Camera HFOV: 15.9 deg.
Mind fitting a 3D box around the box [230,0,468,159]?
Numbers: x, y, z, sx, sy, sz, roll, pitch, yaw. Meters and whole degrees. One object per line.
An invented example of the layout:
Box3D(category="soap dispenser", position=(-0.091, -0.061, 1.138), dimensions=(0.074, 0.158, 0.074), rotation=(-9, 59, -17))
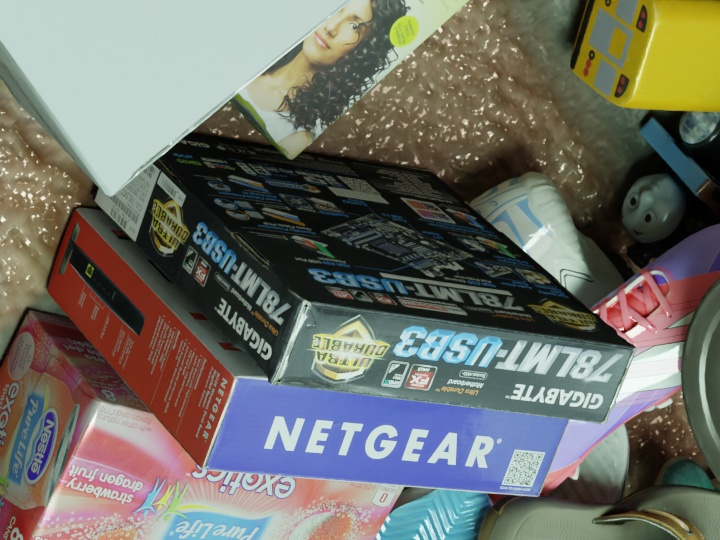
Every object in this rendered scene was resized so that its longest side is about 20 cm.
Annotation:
Box3D(category="box", position=(0.012, -0.150, 1.252), dimensions=(0.200, 0.050, 0.075), rotation=(-43, 131, -4))

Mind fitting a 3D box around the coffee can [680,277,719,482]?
Box3D(category="coffee can", position=(0.278, 0.039, 1.314), dimensions=(0.199, 0.146, 0.147), rotation=(-21, 129, -47))

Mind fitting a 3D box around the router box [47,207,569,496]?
Box3D(category="router box", position=(-0.027, 0.039, 1.252), dimensions=(0.199, 0.179, 0.049), rotation=(8, 112, -35))

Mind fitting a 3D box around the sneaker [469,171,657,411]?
Box3D(category="sneaker", position=(0.111, 0.018, 1.409), dimensions=(0.072, 0.072, 0.200), rotation=(-26, 137, 17))

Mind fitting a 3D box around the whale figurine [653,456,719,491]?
Box3D(category="whale figurine", position=(0.248, 0.176, 1.556), dimensions=(0.199, 0.104, 0.160), rotation=(22, 104, -39))

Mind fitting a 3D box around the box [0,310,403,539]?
Box3D(category="box", position=(-0.092, 0.106, 1.305), dimensions=(0.199, 0.095, 0.103), rotation=(19, 106, -38))

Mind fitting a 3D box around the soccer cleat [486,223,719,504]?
Box3D(category="soccer cleat", position=(0.123, 0.045, 1.344), dimensions=(0.200, 0.067, 0.076), rotation=(-44, 128, 14))

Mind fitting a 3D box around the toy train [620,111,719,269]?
Box3D(category="toy train", position=(0.225, -0.021, 1.442), dimensions=(0.114, 0.087, 0.200), rotation=(-49, 131, 9))

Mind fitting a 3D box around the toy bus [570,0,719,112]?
Box3D(category="toy bus", position=(0.207, -0.124, 1.371), dimensions=(0.199, 0.078, 0.066), rotation=(0, 117, -32))

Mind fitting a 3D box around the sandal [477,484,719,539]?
Box3D(category="sandal", position=(0.145, 0.151, 1.362), dimensions=(0.199, 0.054, 0.082), rotation=(11, 83, -41))

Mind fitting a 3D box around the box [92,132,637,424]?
Box3D(category="box", position=(0.000, 0.000, 1.233), dimensions=(0.199, 0.198, 0.050), rotation=(7, 114, -36))

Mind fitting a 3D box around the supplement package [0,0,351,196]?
Box3D(category="supplement package", position=(-0.091, -0.166, 1.137), dimensions=(0.200, 0.111, 0.156), rotation=(-39, 130, -7))

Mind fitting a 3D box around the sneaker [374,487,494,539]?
Box3D(category="sneaker", position=(0.021, 0.175, 1.402), dimensions=(0.076, 0.081, 0.201), rotation=(30, 129, 2))

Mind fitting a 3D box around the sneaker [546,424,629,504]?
Box3D(category="sneaker", position=(0.105, 0.173, 1.445), dimensions=(0.114, 0.072, 0.202), rotation=(83, 29, -79))
